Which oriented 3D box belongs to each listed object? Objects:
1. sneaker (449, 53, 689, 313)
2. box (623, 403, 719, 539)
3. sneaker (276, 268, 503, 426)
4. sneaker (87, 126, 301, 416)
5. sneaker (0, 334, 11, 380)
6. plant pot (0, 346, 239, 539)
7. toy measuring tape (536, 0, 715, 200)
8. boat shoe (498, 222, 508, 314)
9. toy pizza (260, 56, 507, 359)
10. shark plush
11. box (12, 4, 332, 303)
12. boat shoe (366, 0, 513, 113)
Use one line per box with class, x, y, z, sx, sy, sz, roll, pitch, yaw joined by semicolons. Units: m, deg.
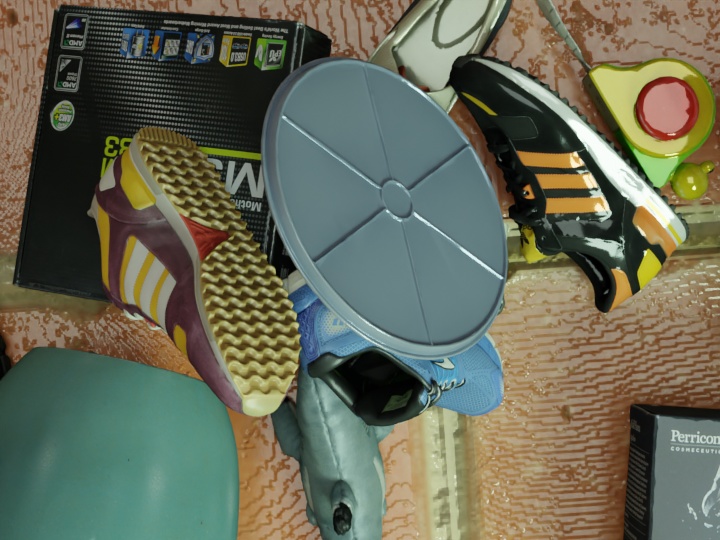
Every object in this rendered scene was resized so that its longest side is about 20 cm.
sneaker;0.123;-0.054;1.031;0.200;0.070;0.090;40;86;-15
box;0.275;0.187;1.028;0.198;0.104;0.184;3;88;1
sneaker;0.023;0.066;1.001;0.078;0.199;0.090;-33;52;30
sneaker;-0.105;0.014;0.952;0.090;0.075;0.201;-45;56;34
sneaker;-0.289;0.040;1.064;0.079;0.075;0.202;-14;80;10
plant pot;-0.167;0.139;0.997;0.199;0.201;0.162;11;79;1
toy measuring tape;0.182;-0.140;1.052;0.073;0.074;0.201;-31;89;1
boat shoe;0.000;0.000;1.051;0.198;0.072;0.068;0;90;1
toy pizza;0.013;-0.037;0.968;0.032;0.200;0.201;-29;89;42
shark plush;-0.020;0.155;1.043;0.090;0.083;0.202;2;89;1
box;-0.126;-0.070;1.032;0.198;0.047;0.195;9;87;26
boat shoe;0.037;-0.129;1.057;0.071;0.063;0.201;36;91;-1
